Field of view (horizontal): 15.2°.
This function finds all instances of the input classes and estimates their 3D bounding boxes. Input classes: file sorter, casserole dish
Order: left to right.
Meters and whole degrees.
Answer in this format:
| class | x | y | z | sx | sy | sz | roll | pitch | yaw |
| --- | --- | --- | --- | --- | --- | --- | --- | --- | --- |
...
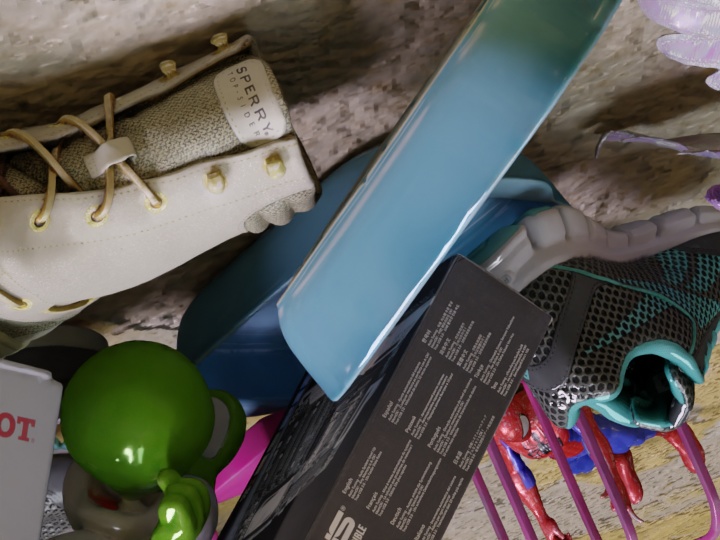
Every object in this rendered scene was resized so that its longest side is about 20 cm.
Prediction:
| class | x | y | z | sx | sy | sz | roll | pitch | yaw |
| --- | --- | --- | --- | --- | --- | --- | --- | --- | --- |
| casserole dish | 0.000 | 0.000 | 1.130 | 0.121 | 0.039 | 0.200 | 2 | 149 | -43 |
| casserole dish | 0.029 | -0.041 | 0.955 | 0.200 | 0.039 | 0.121 | -55 | -178 | 34 |
| file sorter | 0.043 | 0.108 | 1.229 | 0.199 | 0.126 | 0.139 | -20 | 171 | -24 |

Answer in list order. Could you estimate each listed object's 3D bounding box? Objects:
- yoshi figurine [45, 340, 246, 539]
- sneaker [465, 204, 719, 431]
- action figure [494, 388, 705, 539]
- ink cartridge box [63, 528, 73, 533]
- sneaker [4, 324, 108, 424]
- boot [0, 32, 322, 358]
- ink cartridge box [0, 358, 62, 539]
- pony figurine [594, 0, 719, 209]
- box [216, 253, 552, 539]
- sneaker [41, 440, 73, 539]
| class | x | y | z | sx | sy | sz | roll | pitch | yaw |
| --- | --- | --- | --- | --- | --- | --- | --- | --- | --- |
| yoshi figurine | -0.112 | 0.105 | 1.050 | 0.200 | 0.112 | 0.112 | -59 | -171 | -34 |
| sneaker | 0.117 | 0.027 | 1.130 | 0.200 | 0.091 | 0.078 | -4 | 149 | -49 |
| action figure | 0.126 | 0.111 | 1.415 | 0.065 | 0.099 | 0.200 | -31 | 153 | 22 |
| ink cartridge box | -0.143 | 0.212 | 1.344 | 0.147 | 0.145 | 0.200 | -25 | 157 | 13 |
| sneaker | -0.182 | 0.103 | 1.117 | 0.199 | 0.107 | 0.075 | -25 | 157 | 9 |
| boot | -0.099 | -0.035 | 0.926 | 0.154 | 0.072 | 0.200 | -23 | 162 | 7 |
| ink cartridge box | -0.192 | 0.122 | 0.936 | 0.083 | 0.201 | 0.145 | 2 | 170 | 36 |
| pony figurine | 0.198 | -0.039 | 1.059 | 0.192 | 0.201 | 0.167 | -1 | 162 | -6 |
| box | -0.015 | 0.106 | 1.041 | 0.050 | 0.200 | 0.158 | 33 | 154 | -9 |
| sneaker | -0.194 | 0.139 | 1.190 | 0.199 | 0.092 | 0.078 | -21 | 159 | 2 |
